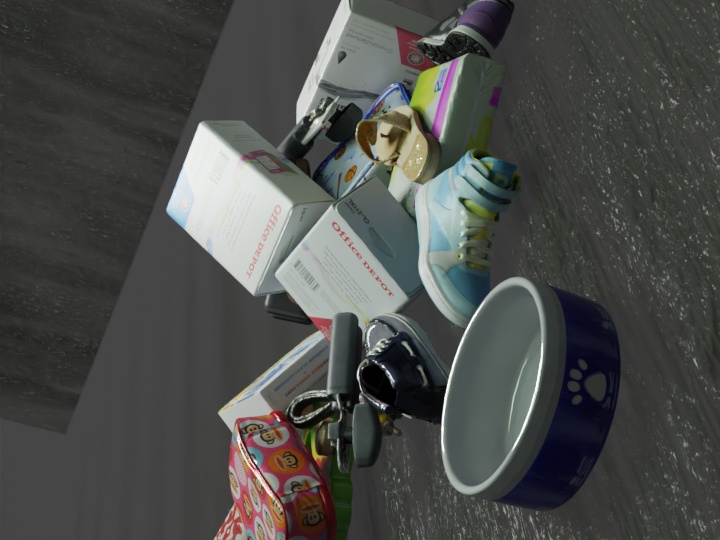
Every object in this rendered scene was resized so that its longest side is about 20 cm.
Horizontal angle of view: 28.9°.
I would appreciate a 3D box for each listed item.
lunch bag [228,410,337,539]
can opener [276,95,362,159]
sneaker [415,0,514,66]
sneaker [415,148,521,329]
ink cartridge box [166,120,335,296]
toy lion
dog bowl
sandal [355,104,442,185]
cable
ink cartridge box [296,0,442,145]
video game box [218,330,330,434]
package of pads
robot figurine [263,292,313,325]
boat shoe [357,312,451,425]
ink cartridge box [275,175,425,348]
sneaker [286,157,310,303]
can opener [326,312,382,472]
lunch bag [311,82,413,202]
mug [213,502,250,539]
[{"bbox_3d":[-0.099,0.289,1.691,0.200,0.081,0.177,-125,33,-46],"label":"lunch bag"},{"bbox_3d":[-0.067,-0.174,1.884,0.200,0.066,0.053,-33,24,57],"label":"can opener"},{"bbox_3d":[0.138,-0.295,1.725,0.088,0.076,0.200,-55,16,-8],"label":"sneaker"},{"bbox_3d":[0.124,-0.046,1.496,0.131,0.079,0.201,-44,43,38],"label":"sneaker"},{"bbox_3d":[-0.145,-0.083,1.829,0.200,0.084,0.145,42,120,30],"label":"ink cartridge box"},{"bbox_3d":[-0.047,0.271,1.773,0.200,0.068,0.193,-148,67,-73],"label":"toy lion"},{"bbox_3d":[0.150,0.111,1.258,0.200,0.078,0.201,-164,90,-73],"label":"dog bowl"},{"bbox_3d":[0.030,-0.160,1.658,0.078,0.069,0.212,-67,22,13],"label":"sandal"},{"bbox_3d":[-0.011,0.147,1.662,0.199,0.050,0.098,1,64,39],"label":"cable"},{"bbox_3d":[0.013,-0.266,1.923,0.083,0.146,0.201,-92,24,-54],"label":"ink cartridge box"},{"bbox_3d":[-0.088,0.138,1.874,0.182,0.047,0.200,-37,2,-25],"label":"video game box"},{"bbox_3d":[0.098,-0.150,1.682,0.154,0.068,0.201,177,109,-72],"label":"package of pads"},{"bbox_3d":[-0.080,-0.025,2.039,0.150,0.124,0.201,-7,67,60],"label":"robot figurine"},{"bbox_3d":[0.031,0.099,1.547,0.200,0.092,0.075,42,115,55],"label":"boat shoe"},{"bbox_3d":[0.000,0.000,1.701,0.083,0.146,0.200,-36,-5,-34],"label":"ink cartridge box"},{"bbox_3d":[-0.105,-0.054,1.907,0.070,0.075,0.202,-73,-16,-79],"label":"sneaker"},{"bbox_3d":[-0.003,0.140,1.607,0.053,0.066,0.201,71,-162,-52],"label":"can opener"},{"bbox_3d":[0.015,-0.145,1.845,0.200,0.075,0.161,-46,29,16],"label":"lunch bag"},{"bbox_3d":[-0.142,0.410,1.844,0.201,0.133,0.178,-63,34,16],"label":"mug"}]
